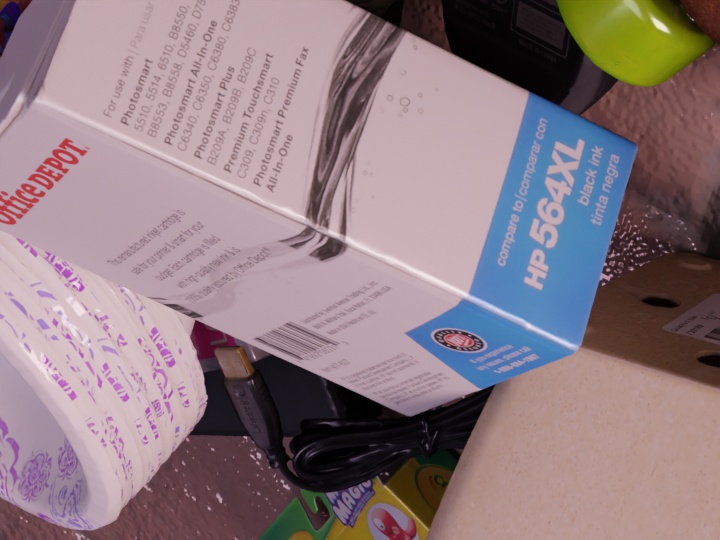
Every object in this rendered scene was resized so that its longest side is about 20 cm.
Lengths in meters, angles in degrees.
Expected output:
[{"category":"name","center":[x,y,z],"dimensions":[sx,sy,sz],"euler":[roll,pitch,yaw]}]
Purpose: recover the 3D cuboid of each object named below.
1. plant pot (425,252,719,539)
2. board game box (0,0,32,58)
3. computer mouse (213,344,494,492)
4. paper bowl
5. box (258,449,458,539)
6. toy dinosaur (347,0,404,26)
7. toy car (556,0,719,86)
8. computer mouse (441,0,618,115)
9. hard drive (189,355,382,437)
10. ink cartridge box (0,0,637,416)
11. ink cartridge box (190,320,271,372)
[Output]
[{"category":"plant pot","center":[0.138,0.104,0.799],"dimensions":[0.199,0.199,0.179],"euler":[17,112,29]},{"category":"board game box","center":[-0.122,-0.128,0.897],"dimensions":[0.199,0.045,0.136],"euler":[20,112,39]},{"category":"computer mouse","center":[0.000,0.000,0.898],"dimensions":[0.139,0.046,0.201],"euler":[-17,121,2]},{"category":"paper bowl","center":[-0.146,0.003,0.881],"dimensions":[0.200,0.104,0.201],"euler":[32,152,19]},{"category":"box","center":[0.048,0.166,1.010],"dimensions":[0.200,0.048,0.117],"euler":[43,136,3]},{"category":"toy dinosaur","center":[-0.011,-0.113,0.784],"dimensions":[0.200,0.087,0.048],"euler":[128,127,-74]},{"category":"toy car","center":[0.164,-0.045,0.637],"dimensions":[0.157,0.201,0.164],"euler":[23,139,-31]},{"category":"computer mouse","center":[0.083,-0.144,0.765],"dimensions":[0.138,0.052,0.201],"euler":[37,131,37]},{"category":"hard drive","center":[-0.093,0.014,1.029],"dimensions":[0.199,0.033,0.141],"euler":[-2,116,40]},{"category":"ink cartridge box","center":[-0.029,-0.033,0.746],"dimensions":[0.199,0.085,0.146],"euler":[26,160,-16]},{"category":"ink cartridge box","center":[-0.124,-0.005,0.985],"dimensions":[0.199,0.042,0.120],"euler":[-12,98,43]}]
